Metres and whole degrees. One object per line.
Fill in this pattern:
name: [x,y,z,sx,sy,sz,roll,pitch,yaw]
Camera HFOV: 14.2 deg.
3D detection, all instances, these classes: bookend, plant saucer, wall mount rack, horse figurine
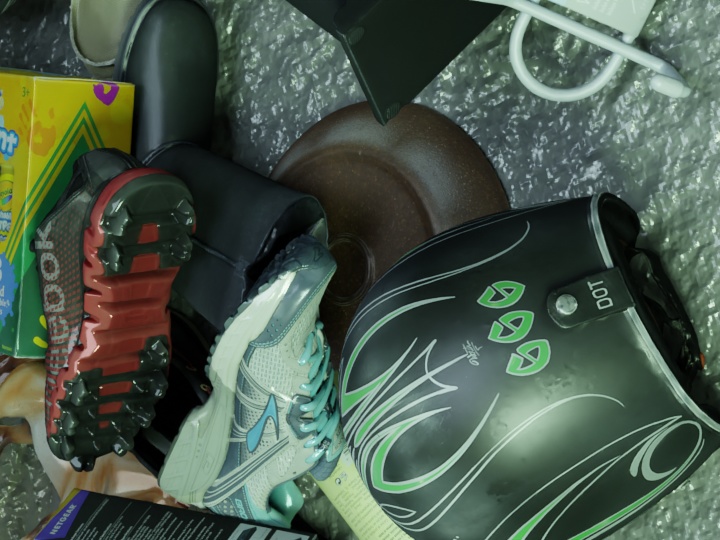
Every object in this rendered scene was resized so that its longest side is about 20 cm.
bookend: [0.007,-0.220,1.583,0.200,0.092,0.199,-45,59,-11]
plant saucer: [0.000,0.000,1.675,0.200,0.037,0.202,-2,87,39]
wall mount rack: [0.119,-0.180,1.513,0.075,0.173,0.201,-109,42,-67]
horse figurine: [-0.195,0.117,1.807,0.133,0.050,0.200,-45,56,13]

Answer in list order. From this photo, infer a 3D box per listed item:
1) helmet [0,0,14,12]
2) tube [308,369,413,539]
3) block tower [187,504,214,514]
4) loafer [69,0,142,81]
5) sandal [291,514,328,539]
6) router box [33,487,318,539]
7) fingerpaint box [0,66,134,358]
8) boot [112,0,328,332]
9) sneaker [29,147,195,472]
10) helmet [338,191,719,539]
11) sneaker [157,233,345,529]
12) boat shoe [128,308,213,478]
helmet: [-0.277,-0.236,1.791,0.199,0.200,0.192,-1,119,38]
tube: [0.031,0.147,1.622,0.200,0.052,0.058,49,143,12]
block tower: [-0.116,0.197,1.720,0.200,0.054,0.058,-42,55,40]
loafer: [-0.143,-0.214,1.773,0.075,0.068,0.201,23,102,36]
sandal: [-0.029,0.187,1.683,0.200,0.045,0.075,30,104,35]
router box: [-0.091,0.228,1.644,0.156,0.052,0.201,9,127,23]
fingerpaint box: [-0.221,-0.041,1.781,0.200,0.073,0.168,13,100,57]
boot: [-0.083,-0.061,1.681,0.200,0.065,0.166,37,122,58]
sneaker: [-0.151,0.017,1.674,0.098,0.071,0.201,44,130,45]
helmet: [0.080,0.064,1.525,0.190,0.200,0.201,-29,70,15]
sneaker: [-0.038,0.064,1.573,0.086,0.078,0.201,30,133,7]
boat shoe: [-0.124,0.072,1.743,0.201,0.063,0.074,40,109,43]
